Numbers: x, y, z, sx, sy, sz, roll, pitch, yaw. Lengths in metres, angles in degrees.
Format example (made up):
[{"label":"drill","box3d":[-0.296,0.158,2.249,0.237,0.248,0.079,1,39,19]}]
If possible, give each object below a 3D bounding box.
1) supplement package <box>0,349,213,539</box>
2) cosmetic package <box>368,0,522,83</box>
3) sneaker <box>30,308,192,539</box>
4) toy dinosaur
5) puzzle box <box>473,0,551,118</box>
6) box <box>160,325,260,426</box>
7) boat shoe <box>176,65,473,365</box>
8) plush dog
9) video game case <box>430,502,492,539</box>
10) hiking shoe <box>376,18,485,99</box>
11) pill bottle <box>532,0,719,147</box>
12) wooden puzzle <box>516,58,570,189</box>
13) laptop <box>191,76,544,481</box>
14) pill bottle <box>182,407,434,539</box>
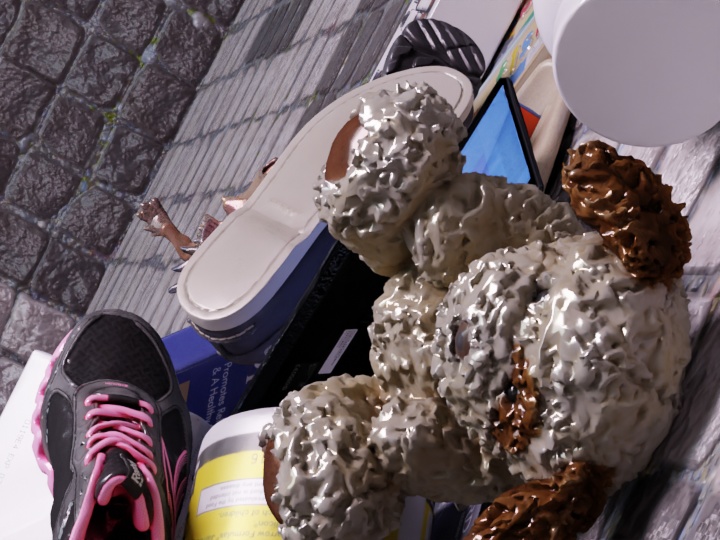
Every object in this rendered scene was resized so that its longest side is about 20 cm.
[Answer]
[{"label":"supplement package","box3d":[-0.103,0.138,1.305,0.114,0.109,0.200,-64,-30,-10]},{"label":"cosmetic package","box3d":[0.026,-0.093,1.554,0.201,0.050,0.083,-62,9,4]},{"label":"sneaker","box3d":[-0.107,0.096,1.133,0.096,0.078,0.201,115,158,-55]},{"label":"toy dinosaur","box3d":[-0.066,0.026,1.507,0.085,0.201,0.136,-19,25,-6]},{"label":"puzzle box","box3d":[0.088,-0.113,1.509,0.200,0.025,0.133,-54,13,39]},{"label":"box","box3d":[-0.058,0.068,1.455,0.199,0.032,0.122,-25,-41,-40]},{"label":"boat shoe","box3d":[-0.013,-0.029,1.357,0.200,0.063,0.073,-44,50,-16]},{"label":"plush dog","box3d":[0.067,0.036,1.025,0.171,0.159,0.202,13,89,61]},{"label":"video game case","box3d":[0.032,0.117,1.225,0.200,0.019,0.144,-48,18,51]},{"label":"hiking shoe","box3d":[0.005,-0.042,1.439,0.201,0.075,0.101,-55,-6,-20]},{"label":"pill bottle","box3d":[0.133,-0.142,1.142,0.109,0.108,0.201,-55,13,34]},{"label":"wooden puzzle","box3d":[0.045,-0.004,1.388,0.186,0.046,0.201,-53,14,40]},{"label":"laptop","box3d":[0.000,0.000,1.245,0.199,0.103,0.178,-3,-49,-50]},{"label":"pill bottle","box3d":[-0.032,0.171,1.111,0.111,0.111,0.201,135,149,-57]}]
